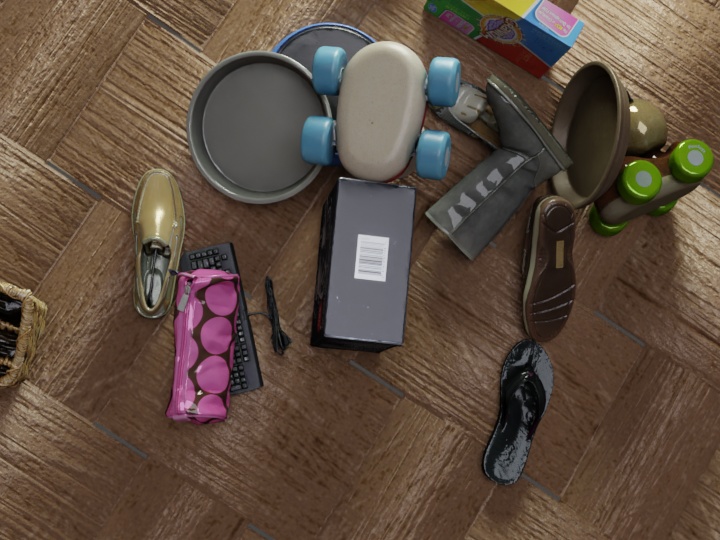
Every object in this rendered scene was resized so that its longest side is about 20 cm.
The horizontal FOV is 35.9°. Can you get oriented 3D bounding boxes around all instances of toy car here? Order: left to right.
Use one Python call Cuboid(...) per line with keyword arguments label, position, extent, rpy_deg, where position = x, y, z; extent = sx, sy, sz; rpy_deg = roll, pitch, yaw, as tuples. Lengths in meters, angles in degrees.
Cuboid(label="toy car", position=(0.039, -0.192, 1.460), extent=(0.183, 0.200, 0.179), rpy_deg=(8, 86, 12))
Cuboid(label="toy car", position=(0.367, -0.176, 1.538), extent=(0.157, 0.164, 0.201), rpy_deg=(-21, 77, -10))

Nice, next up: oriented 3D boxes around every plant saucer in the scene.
Cuboid(label="plant saucer", position=(0.311, -0.181, 1.504), extent=(0.029, 0.200, 0.202), rpy_deg=(6, 82, -15))

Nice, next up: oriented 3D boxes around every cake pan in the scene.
Cuboid(label="cake pan", position=(-0.133, -0.191, 1.491), extent=(0.198, 0.037, 0.202), rpy_deg=(1, 96, 7))

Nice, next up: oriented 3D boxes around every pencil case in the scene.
Cuboid(label="pencil case", position=(-0.208, 0.099, 1.435), extent=(0.090, 0.094, 0.202), rpy_deg=(2, 90, 14))

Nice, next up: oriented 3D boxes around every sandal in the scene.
Cuboid(label="sandal", position=(0.221, 0.194, 1.519), extent=(0.075, 0.048, 0.202), rpy_deg=(15, 82, -6))

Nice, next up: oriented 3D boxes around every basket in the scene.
Cuboid(label="basket", position=(-0.508, 0.072, 1.380), extent=(0.198, 0.149, 0.144), rpy_deg=(18, 81, -6))

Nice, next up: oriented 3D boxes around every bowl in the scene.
Cuboid(label="bowl", position=(-0.043, -0.247, 1.542), extent=(0.199, 0.039, 0.203), rpy_deg=(1, 83, -8))

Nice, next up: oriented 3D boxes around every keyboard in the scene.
Cuboid(label="keyboard", position=(-0.163, 0.062, 1.495), extent=(0.126, 0.021, 0.202), rpy_deg=(-12, 86, -9))

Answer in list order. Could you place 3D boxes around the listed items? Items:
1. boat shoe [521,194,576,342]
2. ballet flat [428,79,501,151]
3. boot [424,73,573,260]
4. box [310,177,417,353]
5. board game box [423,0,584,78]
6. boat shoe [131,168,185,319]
Cuboid(label="boat shoe", position=(0.257, -0.006, 1.540), extent=(0.074, 0.075, 0.204), rpy_deg=(3, 105, -15))
Cuboid(label="ballet flat", position=(0.179, -0.214, 1.555), extent=(0.200, 0.072, 0.072), rpy_deg=(35, 79, -2))
Cuboid(label="boot", position=(0.166, -0.139, 1.509), extent=(0.200, 0.073, 0.182), rpy_deg=(-38, 100, 15))
Cuboid(label="box", position=(0.000, 0.000, 1.444), extent=(0.103, 0.182, 0.202), rpy_deg=(6, 81, -6))
Cuboid(label="board game box", position=(0.193, -0.352, 1.532), extent=(0.199, 0.153, 0.041), rpy_deg=(30, 81, -3))
Cuboid(label="boat shoe", position=(-0.267, -0.039, 1.464), extent=(0.071, 0.076, 0.202), rpy_deg=(-1, 83, -8))
